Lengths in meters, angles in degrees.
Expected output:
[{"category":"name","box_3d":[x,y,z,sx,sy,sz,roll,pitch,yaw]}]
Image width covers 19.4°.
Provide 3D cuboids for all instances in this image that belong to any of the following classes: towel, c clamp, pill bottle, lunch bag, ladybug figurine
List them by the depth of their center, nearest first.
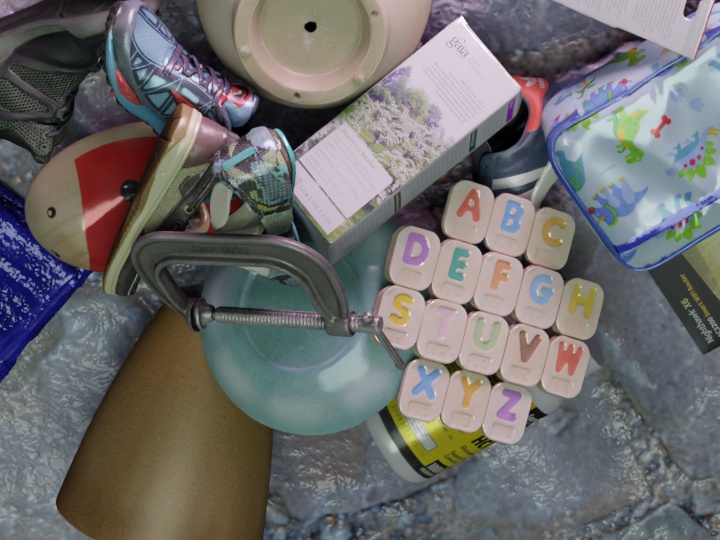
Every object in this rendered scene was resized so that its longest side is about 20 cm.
[{"category":"c clamp","box_3d":[-0.077,0.025,1.627,0.198,0.027,0.171,7,148,19]},{"category":"lunch bag","box_3d":[0.258,-0.104,1.676,0.199,0.083,0.161,-29,113,12]},{"category":"ladybug figurine","box_3d":[-0.177,-0.054,1.746,0.198,0.072,0.137,-14,129,-11]},{"category":"pill bottle","box_3d":[0.104,0.092,1.820,0.199,0.113,0.113,-29,114,15]},{"category":"towel","box_3d":[-0.341,0.024,1.823,0.147,0.050,0.200,36,112,-18]}]

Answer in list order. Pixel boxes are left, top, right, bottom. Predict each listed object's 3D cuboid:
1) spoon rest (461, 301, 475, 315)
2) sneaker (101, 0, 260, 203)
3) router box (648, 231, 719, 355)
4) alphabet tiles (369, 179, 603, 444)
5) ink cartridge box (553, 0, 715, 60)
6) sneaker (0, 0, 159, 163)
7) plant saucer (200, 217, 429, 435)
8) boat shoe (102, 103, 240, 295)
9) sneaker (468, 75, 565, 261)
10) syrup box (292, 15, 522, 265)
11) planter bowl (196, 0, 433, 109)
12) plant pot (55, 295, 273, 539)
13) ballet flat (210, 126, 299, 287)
[{"category":"spoon rest","box_3d":[0.000,0.000,1.762,0.198,0.100,0.061,8,134,17]},{"category":"sneaker","box_3d":[-0.123,-0.140,1.643,0.095,0.080,0.200,-9,136,31]},{"category":"router box","box_3d":[0.306,-0.049,1.779,0.156,0.052,0.201,-31,113,15]},{"category":"alphabet tiles","box_3d":[0.105,0.035,1.711,0.198,0.015,0.198,17,87,-23]},{"category":"ink cartridge box","box_3d":[0.193,-0.253,1.627,0.199,0.050,0.110,27,119,19]},{"category":"sneaker","box_3d":[-0.239,-0.162,1.714,0.198,0.076,0.115,-21,117,14]},{"category":"plant saucer","box_3d":[-0.043,0.032,1.714,0.199,0.039,0.203,-2,82,15]},{"category":"boat shoe","box_3d":[-0.149,-0.042,1.644,0.064,0.074,0.201,23,136,-8]},{"category":"sneaker","box_3d":[0.112,-0.073,1.758,0.084,0.075,0.201,22,106,-15]},{"category":"syrup box","box_3d":[0.029,-0.102,1.669,0.200,0.081,0.079,-39,80,-6]},{"category":"planter bowl","box_3d":[-0.037,-0.210,1.653,0.198,0.135,0.202,0,118,0]},{"category":"plant pot","box_3d":[-0.148,0.131,1.819,0.185,0.186,0.202,15,101,-8]},{"category":"ballet flat","box_3d":[-0.083,-0.040,1.612,0.073,0.075,0.201,-3,148,2]}]
